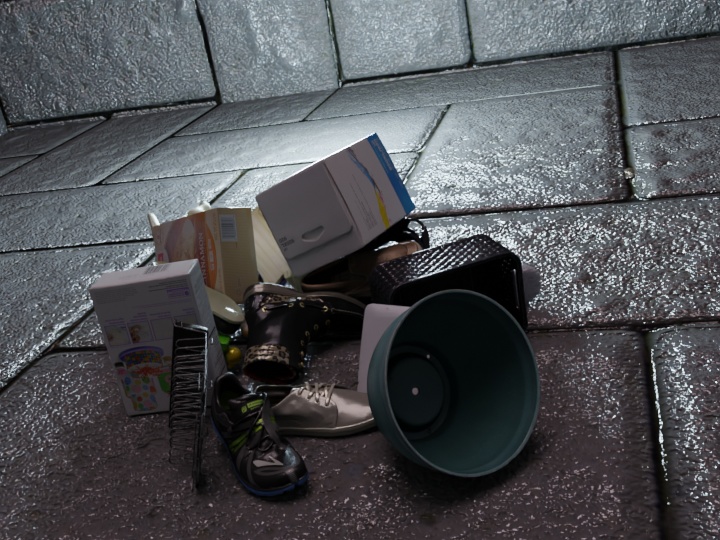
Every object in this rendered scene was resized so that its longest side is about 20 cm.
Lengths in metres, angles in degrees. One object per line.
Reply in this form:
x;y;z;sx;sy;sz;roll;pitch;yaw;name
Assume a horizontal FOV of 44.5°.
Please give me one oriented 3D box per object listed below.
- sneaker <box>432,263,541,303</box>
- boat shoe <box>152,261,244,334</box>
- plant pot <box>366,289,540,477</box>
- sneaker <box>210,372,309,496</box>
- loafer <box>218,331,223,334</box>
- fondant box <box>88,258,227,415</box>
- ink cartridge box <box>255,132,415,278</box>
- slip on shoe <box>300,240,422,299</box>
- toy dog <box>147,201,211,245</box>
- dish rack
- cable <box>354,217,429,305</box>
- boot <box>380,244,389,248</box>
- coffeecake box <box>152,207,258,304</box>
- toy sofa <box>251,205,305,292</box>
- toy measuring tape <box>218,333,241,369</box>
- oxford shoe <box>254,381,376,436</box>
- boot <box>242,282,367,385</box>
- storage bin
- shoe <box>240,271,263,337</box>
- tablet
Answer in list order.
0.170;0.022;1.366;0.197;0.076;0.115;-11;21;-14;sneaker
-0.256;0.053;1.356;0.200;0.064;0.073;27;11;32;boat shoe
0.087;0.133;1.013;0.199;0.202;0.134;-23;-1;-28;plant pot
-0.131;0.195;1.057;0.070;0.084;0.199;-21;39;-25;sneaker
-0.308;0.088;1.432;0.197;0.071;0.070;-4;23;18;loafer
-0.276;0.095;1.227;0.142;0.203;0.058;-8;20;8;fondant box
-0.037;-0.105;1.390;0.146;0.146;0.200;-24;7;32;ink cartridge box
0.000;0.000;1.354;0.198;0.061;0.077;-21;44;19;slip on shoe
-0.286;-0.050;1.675;0.198;0.141;0.194;-18;36;-17;toy dog
-0.214;0.168;1.102;0.054;0.155;0.200;2;21;-10;dish rack
0.036;-0.003;1.407;0.161;0.051;0.202;-14;43;15;cable
0.011;0.009;1.498;0.164;0.066;0.200;-34;39;-17;boot
-0.260;-0.014;1.471;0.072;0.156;0.199;-4;-4;-44;coffeecake box
-0.139;-0.025;1.511;0.097;0.083;0.200;-42;45;-3;toy sofa
-0.274;0.120;1.314;0.197;0.075;0.074;9;24;4;toy measuring tape
-0.054;0.172;1.130;0.197;0.059;0.075;-4;21;14;oxford shoe
-0.079;0.103;1.297;0.201;0.074;0.155;11;43;-12;boot
0.124;0.044;1.243;0.198;0.137;0.094;-16;22;-13;storage bin
-0.165;0.053;1.472;0.069;0.054;0.200;-9;22;5;shoe
0.085;0.115;1.122;0.198;0.132;0.014;4;-3;32;tablet
